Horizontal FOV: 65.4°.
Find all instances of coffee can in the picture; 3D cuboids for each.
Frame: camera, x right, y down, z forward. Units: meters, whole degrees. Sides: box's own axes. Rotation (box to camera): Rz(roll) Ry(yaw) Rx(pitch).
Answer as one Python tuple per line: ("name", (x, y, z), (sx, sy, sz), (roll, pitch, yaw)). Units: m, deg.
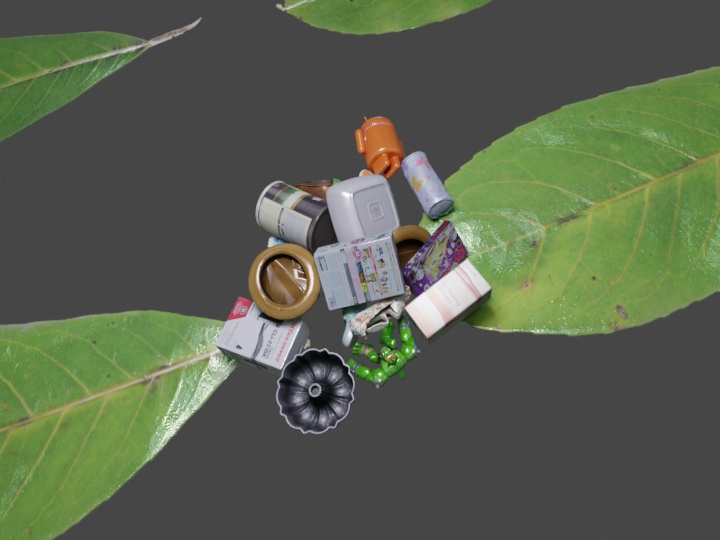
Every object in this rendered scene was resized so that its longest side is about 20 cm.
("coffee can", (-0.168, -0.144, 1.541), (0.198, 0.147, 0.147), (25, 69, 25))

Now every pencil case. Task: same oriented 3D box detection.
("pencil case", (0.192, -0.246, 1.607), (0.090, 0.083, 0.202), (-5, 56, -35))

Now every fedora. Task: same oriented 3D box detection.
("fedora", (0.111, -0.031, 1.487), (0.201, 0.202, 0.081), (-45, 30, -15))
("fedora", (-0.188, 0.033, 1.440), (0.197, 0.082, 0.204), (-2, 73, 8))

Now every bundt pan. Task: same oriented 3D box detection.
("bundt pan", (-0.101, 0.297, 1.371), (0.198, 0.076, 0.205), (-4, 71, 12))

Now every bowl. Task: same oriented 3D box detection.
("bowl", (0.023, -0.152, 1.485), (0.198, 0.074, 0.203), (-21, 98, -35))

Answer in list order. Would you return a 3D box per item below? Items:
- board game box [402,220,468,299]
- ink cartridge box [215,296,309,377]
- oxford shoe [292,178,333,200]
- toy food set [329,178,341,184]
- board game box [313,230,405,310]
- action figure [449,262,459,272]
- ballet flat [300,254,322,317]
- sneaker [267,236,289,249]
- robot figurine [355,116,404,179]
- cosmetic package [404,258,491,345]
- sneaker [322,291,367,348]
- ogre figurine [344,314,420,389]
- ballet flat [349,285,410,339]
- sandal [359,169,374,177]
("board game box", (0.196, -0.020, 1.477), (0.200, 0.121, 0.032), (-48, 38, -17))
("ink cartridge box", (-0.251, 0.175, 1.457), (0.197, 0.084, 0.146), (17, 66, 15))
("oxford shoe", (-0.141, -0.223, 1.616), (0.070, 0.199, 0.073), (-12, 102, -29))
("toy food set", (-0.040, -0.175, 1.623), (0.194, 0.049, 0.203), (8, 65, 11))
("board game box", (0.000, 0.000, 1.387), (0.197, 0.064, 0.150), (-12, 106, 10))
("action figure", (0.228, 0.092, 1.451), (0.118, 0.055, 0.201), (38, 81, 21))
("ballet flat", (-0.129, 0.043, 1.519), (0.061, 0.068, 0.203), (13, 66, 3))
("sneaker", (-0.211, -0.008, 1.548), (0.088, 0.079, 0.203), (-4, 63, 2))
("robot figurine", (0.059, -0.373, 1.670), (0.141, 0.117, 0.203), (-13, 62, 0))
("cosmetic package", (0.216, 0.079, 1.383), (0.199, 0.087, 0.104), (-38, 70, -4))
("sneaker", (-0.048, 0.106, 1.468), (0.116, 0.074, 0.203), (11, 56, 6))
("ogre figurine", (0.066, 0.209, 1.396), (0.198, 0.099, 0.120), (-25, 44, -22))
("ballet flat", (0.061, 0.110, 1.401), (0.198, 0.076, 0.064), (-32, 49, -21))
("sandal", (0.058, -0.203, 1.588), (0.078, 0.059, 0.210), (3, 63, -41))
